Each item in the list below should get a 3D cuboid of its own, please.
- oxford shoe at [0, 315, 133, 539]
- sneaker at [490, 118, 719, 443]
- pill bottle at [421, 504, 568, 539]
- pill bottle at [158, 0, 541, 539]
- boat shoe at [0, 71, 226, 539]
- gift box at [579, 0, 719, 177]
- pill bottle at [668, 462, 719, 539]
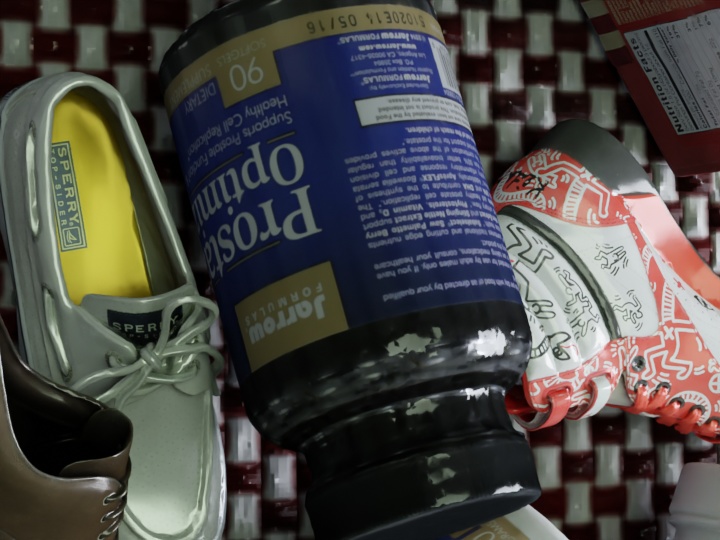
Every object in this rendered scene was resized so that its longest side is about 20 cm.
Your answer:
[{"bbox_3d":[-0.110,0.093,0.764,0.084,0.073,0.200,-21,129,5],"label":"oxford shoe"},{"bbox_3d":[0.116,0.044,0.908,0.108,0.067,0.201,-46,102,-20],"label":"sneaker"},{"bbox_3d":[-0.003,0.176,0.822,0.200,0.111,0.111,-28,99,-24],"label":"pill bottle"},{"bbox_3d":[0.000,0.000,0.806,0.112,0.112,0.200,-9,74,-25],"label":"pill bottle"},{"bbox_3d":[-0.085,0.022,0.806,0.074,0.086,0.202,-12,92,-25],"label":"boat shoe"},{"bbox_3d":[0.213,-0.152,0.895,0.187,0.200,0.185,-35,107,-23],"label":"gift box"},{"bbox_3d":[0.150,0.187,0.891,0.112,0.112,0.200,21,79,-22],"label":"pill bottle"}]
